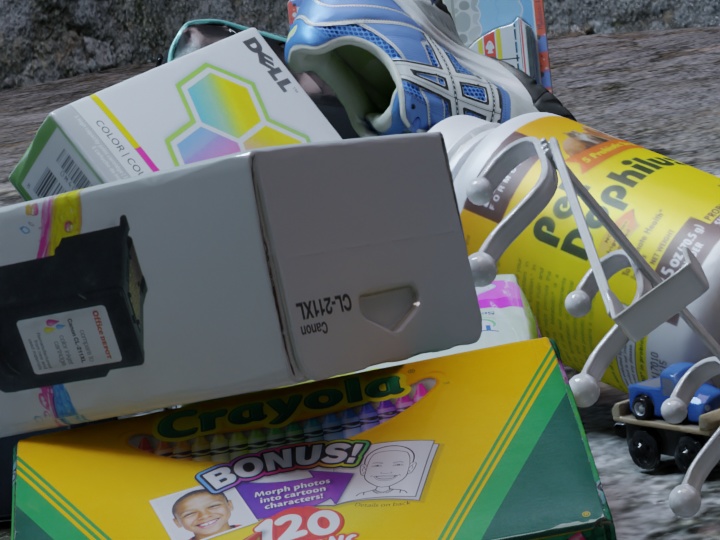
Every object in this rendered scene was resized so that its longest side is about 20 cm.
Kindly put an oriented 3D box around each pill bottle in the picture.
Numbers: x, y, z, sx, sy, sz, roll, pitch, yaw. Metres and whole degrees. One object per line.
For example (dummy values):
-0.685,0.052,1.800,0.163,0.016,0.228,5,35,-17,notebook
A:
0.113,-0.008,1.289,0.199,0.110,0.109,24,27,37,pill bottle

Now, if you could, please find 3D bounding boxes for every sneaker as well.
0.042,-0.076,1.402,0.077,0.200,0.076,-52,2,-41,sneaker

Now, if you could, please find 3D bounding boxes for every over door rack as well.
0.113,0.037,1.041,0.067,0.148,0.200,-42,22,2,over door rack

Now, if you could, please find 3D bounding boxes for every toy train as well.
0.180,0.066,1.140,0.034,0.046,0.199,-14,11,-39,toy train

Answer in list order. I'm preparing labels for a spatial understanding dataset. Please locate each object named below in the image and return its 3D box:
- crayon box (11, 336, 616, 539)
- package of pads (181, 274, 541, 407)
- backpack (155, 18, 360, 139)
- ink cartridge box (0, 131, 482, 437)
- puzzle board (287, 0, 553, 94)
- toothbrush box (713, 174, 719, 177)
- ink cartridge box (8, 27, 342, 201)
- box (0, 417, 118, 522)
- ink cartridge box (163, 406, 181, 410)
-0.017,0.093,0.932,0.199,0.059,0.119,-11,29,0,crayon box
0.006,0.070,1.098,0.153,0.069,0.200,-7,20,2,package of pads
-0.019,-0.030,1.494,0.199,0.177,0.153,4,-22,-2,backpack
-0.076,0.008,1.017,0.199,0.083,0.145,-12,-1,30,ink cartridge box
0.040,-0.066,1.584,0.150,0.201,0.017,-6,-1,8,puzzle board
0.263,-0.004,1.388,0.145,0.086,0.200,-8,9,-7,toothbrush box
-0.064,-0.052,1.342,0.200,0.104,0.059,-27,-16,-44,ink cartridge box
-0.204,0.053,1.326,0.147,0.108,0.200,-6,10,1,box
-0.035,0.054,1.306,0.115,0.068,0.200,-7,9,-9,ink cartridge box
